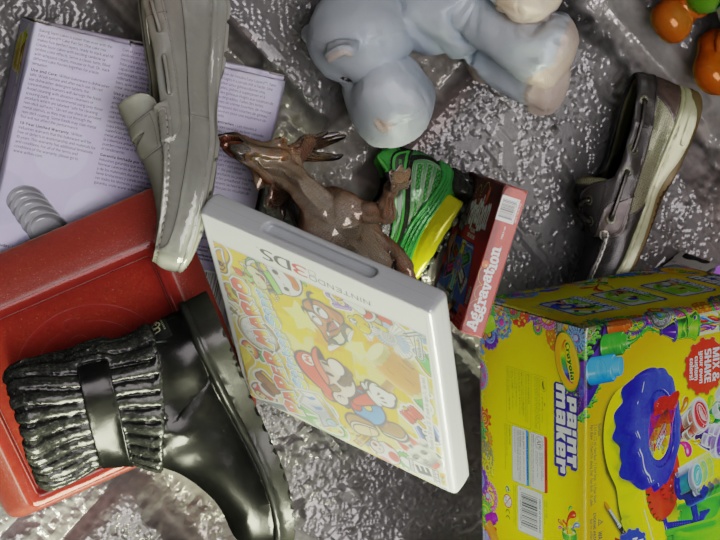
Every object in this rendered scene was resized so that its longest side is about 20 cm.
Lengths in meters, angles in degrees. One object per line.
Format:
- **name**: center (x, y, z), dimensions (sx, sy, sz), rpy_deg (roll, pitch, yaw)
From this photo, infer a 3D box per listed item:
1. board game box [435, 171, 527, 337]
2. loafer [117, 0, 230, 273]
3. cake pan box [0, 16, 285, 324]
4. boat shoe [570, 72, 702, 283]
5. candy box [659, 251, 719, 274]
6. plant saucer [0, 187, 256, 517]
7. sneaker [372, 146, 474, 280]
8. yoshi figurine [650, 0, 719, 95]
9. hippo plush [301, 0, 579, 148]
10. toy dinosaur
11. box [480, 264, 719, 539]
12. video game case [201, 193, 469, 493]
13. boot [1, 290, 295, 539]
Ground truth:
- **board game box**: center (0.082, -0.015, 1.455), dimensions (0.019, 0.200, 0.104), rpy_deg (18, 94, -5)
- **loafer**: center (-0.130, -0.099, 1.372), dimensions (0.069, 0.070, 0.202), rpy_deg (6, 74, -11)
- **cake pan box**: center (-0.160, -0.069, 1.439), dimensions (0.198, 0.052, 0.186), rpy_deg (10, 98, -20)
- **boat shoe**: center (0.193, -0.055, 1.560), dimensions (0.064, 0.073, 0.202), rpy_deg (24, 87, -10)
- **candy box**: center (0.226, 0.113, 1.595), dimensions (0.199, 0.071, 0.169), rpy_deg (-35, 109, -11)
- **plant saucer**: center (-0.188, 0.067, 1.423), dimensions (0.198, 0.037, 0.201), rpy_deg (-24, 120, -6)
- **sneaker**: center (0.000, 0.000, 1.504), dimensions (0.085, 0.078, 0.201), rpy_deg (30, 88, -5)
- **yoshi figurine**: center (0.310, -0.193, 1.496), dimensions (0.112, 0.199, 0.113), rpy_deg (-4, 75, -44)
- **hippo plush**: center (0.048, -0.173, 1.435), dimensions (0.160, 0.159, 0.201), rpy_deg (-30, 108, -13)
- **toy dinosaur**: center (-0.011, -0.022, 1.421), dimensions (0.085, 0.135, 0.201), rpy_deg (-33, 121, -13)
- **box**: center (0.195, 0.114, 1.459), dimensions (0.191, 0.122, 0.202), rpy_deg (-10, 104, -33)
- **video game case**: center (-0.015, 0.052, 1.365), dimensions (0.023, 0.181, 0.201), rpy_deg (-51, 150, -29)
- **boot**: center (-0.144, 0.126, 1.400), dimensions (0.157, 0.079, 0.213), rpy_deg (-24, 115, -8)
